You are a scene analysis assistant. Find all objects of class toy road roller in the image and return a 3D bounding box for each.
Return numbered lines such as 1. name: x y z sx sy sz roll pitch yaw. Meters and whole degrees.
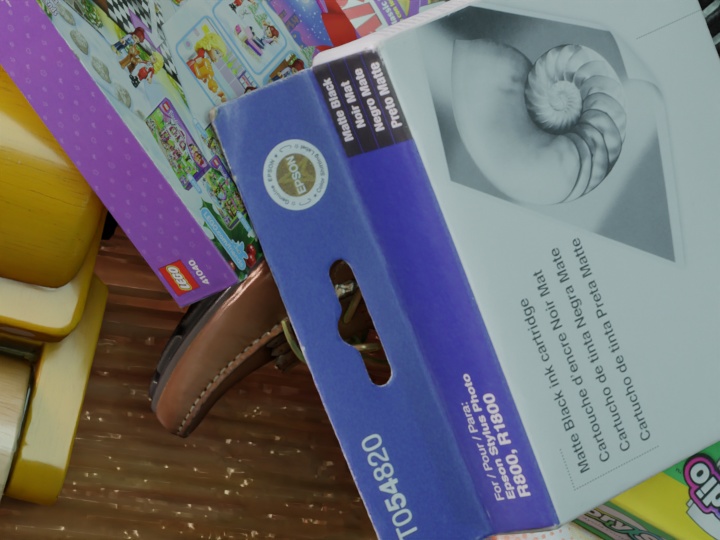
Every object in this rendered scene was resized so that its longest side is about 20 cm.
1. toy road roller: -0.156 -0.007 1.182 0.123 0.146 0.200 14 78 -10

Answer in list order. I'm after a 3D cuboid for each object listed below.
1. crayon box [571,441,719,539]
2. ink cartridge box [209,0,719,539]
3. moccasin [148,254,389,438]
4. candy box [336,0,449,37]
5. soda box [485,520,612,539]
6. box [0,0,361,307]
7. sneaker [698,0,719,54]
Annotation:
1. crayon box: 0.146 0.035 1.235 0.200 0.058 0.173 30 72 -13
2. ink cartridge box: 0.067 -0.009 1.141 0.200 0.041 0.200 -26 98 -25
3. moccasin: 0.000 0.000 1.198 0.201 0.074 0.078 -40 94 0
4. candy box: -0.016 -0.140 1.238 0.102 0.026 0.200 -17 87 -9
5. soda box: 0.060 0.057 1.267 0.068 0.064 0.200 -19 87 -15
6. box: -0.081 -0.105 1.135 0.200 0.039 0.137 55 44 -15
7. sneaker: 0.152 -0.142 1.276 0.076 0.116 0.200 -32 133 5
